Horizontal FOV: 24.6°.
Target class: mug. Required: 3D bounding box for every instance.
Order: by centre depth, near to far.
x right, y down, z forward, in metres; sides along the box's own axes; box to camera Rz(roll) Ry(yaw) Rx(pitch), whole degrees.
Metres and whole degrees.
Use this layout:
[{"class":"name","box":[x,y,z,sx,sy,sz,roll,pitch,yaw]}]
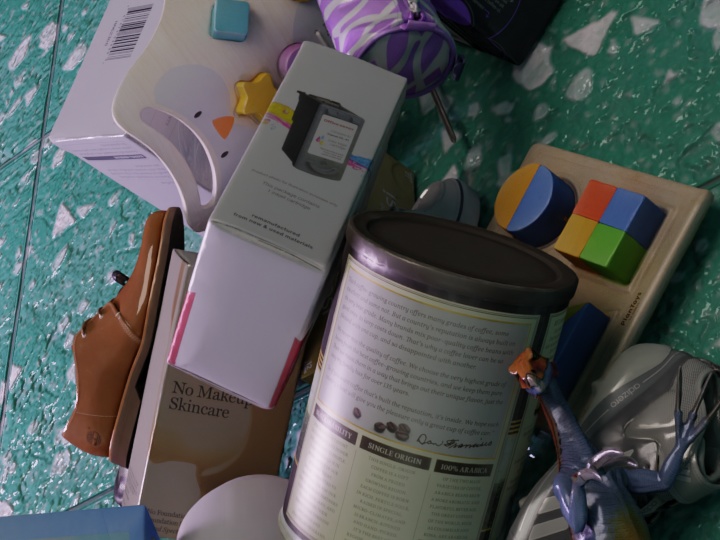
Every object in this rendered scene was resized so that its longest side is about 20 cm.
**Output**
[{"class":"mug","box":[-0.079,0.230,1.118,0.186,0.149,0.154,-36,33,16]}]

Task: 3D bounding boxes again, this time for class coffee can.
[{"class":"coffee can","box":[0.040,0.081,1.027,0.146,0.145,0.202,33,113,53]}]

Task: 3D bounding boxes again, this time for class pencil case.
[{"class":"pencil case","box":[0.006,-0.214,1.193,0.086,0.083,0.201,101,154,-52]}]

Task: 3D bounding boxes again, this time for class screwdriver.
[{"class":"screwdriver","box":[0.054,-0.161,1.347,0.028,0.029,0.201,-41,43,19]}]

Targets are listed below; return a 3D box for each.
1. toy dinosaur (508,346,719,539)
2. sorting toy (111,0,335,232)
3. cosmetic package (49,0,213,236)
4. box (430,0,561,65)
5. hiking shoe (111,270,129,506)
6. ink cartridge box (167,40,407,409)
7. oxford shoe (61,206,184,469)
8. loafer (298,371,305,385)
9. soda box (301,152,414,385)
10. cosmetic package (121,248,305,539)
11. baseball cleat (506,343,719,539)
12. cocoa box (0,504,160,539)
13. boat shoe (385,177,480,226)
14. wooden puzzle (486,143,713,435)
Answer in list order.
[{"class":"toy dinosaur","box":[0.125,0.139,0.919,0.182,0.104,0.201,48,112,36]},{"class":"sorting toy","box":[-0.096,-0.130,1.260,0.180,0.201,0.106,-45,30,-20]},{"class":"cosmetic package","box":[-0.117,-0.149,1.381,0.122,0.199,0.201,2,66,48]},{"class":"box","box":[0.112,-0.283,1.283,0.201,0.122,0.106,-57,38,-1]},{"class":"hiking shoe","box":[-0.187,0.096,1.337,0.076,0.100,0.202,28,107,60]},{"class":"ink cartridge box","box":[-0.047,-0.032,1.106,0.201,0.085,0.148,-69,0,-46]},{"class":"oxford shoe","box":[-0.182,0.044,1.256,0.071,0.071,0.202,16,88,8]},{"class":"loafer","box":[-0.092,0.023,1.341,0.072,0.063,0.200,-56,37,2]},{"class":"soda box","box":[0.000,0.000,1.251,0.064,0.068,0.202,-28,46,33]},{"class":"cosmetic package","box":[-0.105,0.094,1.210,0.071,0.104,0.202,-146,66,-71]},{"class":"baseball cleat","box":[0.153,0.136,0.978,0.106,0.069,0.202,16,78,52]},{"class":"cocoa box","box":[-0.228,0.248,1.102,0.198,0.132,0.135,-5,57,1]},{"class":"boat shoe","box":[0.032,-0.015,1.179,0.073,0.065,0.201,-38,17,34]},{"class":"wooden puzzle","box":[0.124,0.004,1.116,0.199,0.046,0.186,22,81,56]}]
